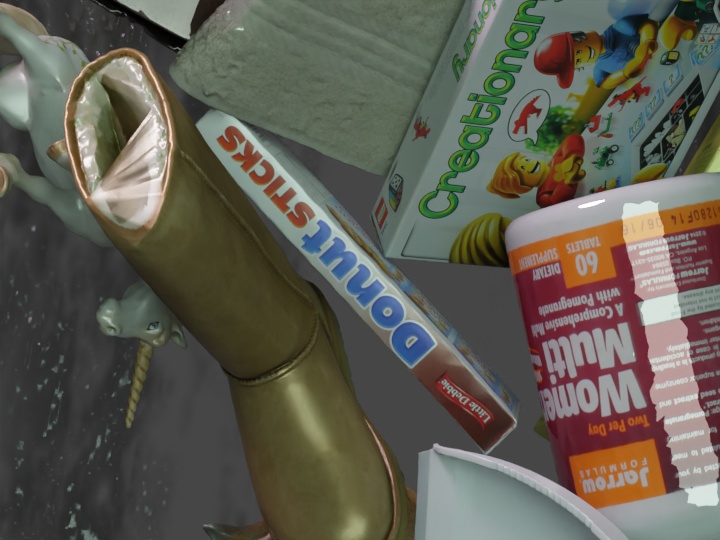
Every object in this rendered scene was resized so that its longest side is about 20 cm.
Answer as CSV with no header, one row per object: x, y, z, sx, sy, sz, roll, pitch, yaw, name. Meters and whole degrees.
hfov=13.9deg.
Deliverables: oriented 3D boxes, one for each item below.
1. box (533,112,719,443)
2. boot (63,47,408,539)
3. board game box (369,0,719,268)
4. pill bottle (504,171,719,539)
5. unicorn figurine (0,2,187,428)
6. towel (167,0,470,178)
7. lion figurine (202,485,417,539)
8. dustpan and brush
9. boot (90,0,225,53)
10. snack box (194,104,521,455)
0.166,0.010,1.410,0.075,0.050,0.201,32,76,-5,box
-0.057,0.026,1.271,0.066,0.200,0.176,-27,53,6,boot
0.096,-0.082,1.335,0.126,0.201,0.035,4,42,-23,board game box
0.136,0.064,1.315,0.109,0.110,0.201,-12,86,-12,pill bottle
-0.130,-0.045,1.335,0.074,0.137,0.201,-22,69,20,unicorn figurine
0.027,-0.103,1.342,0.199,0.133,0.035,21,32,-35,towel
0.033,0.157,1.347,0.122,0.072,0.200,-40,98,0,lion figurine
0.106,0.157,1.247,0.199,0.057,0.140,7,103,20,dustpan and brush
-0.101,-0.210,1.383,0.200,0.072,0.167,33,75,-8,boot
0.000,0.000,1.368,0.024,0.072,0.200,-42,90,6,snack box
